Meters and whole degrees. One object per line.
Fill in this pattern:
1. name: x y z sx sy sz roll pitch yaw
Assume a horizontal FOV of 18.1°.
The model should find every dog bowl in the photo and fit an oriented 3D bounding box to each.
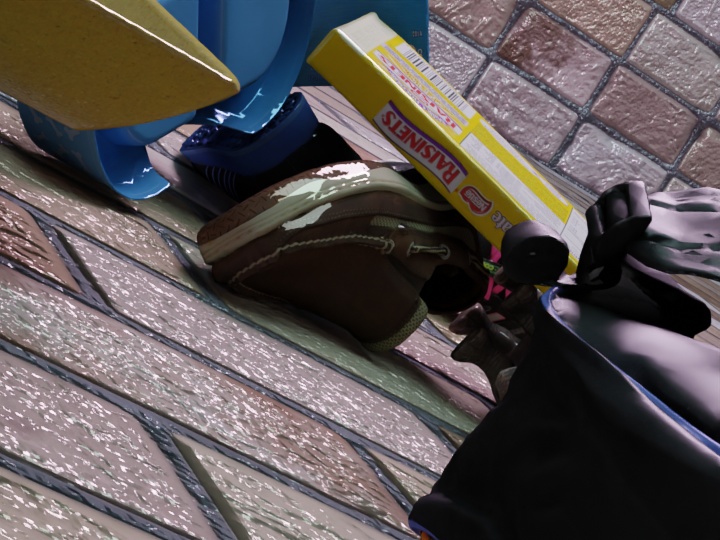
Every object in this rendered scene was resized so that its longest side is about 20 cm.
1. dog bowl: -0.086 -0.107 1.020 0.049 0.112 0.200 14 27 23

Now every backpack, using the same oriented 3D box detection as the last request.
1. backpack: 0.117 0.101 0.504 0.190 0.155 0.200 19 20 -32

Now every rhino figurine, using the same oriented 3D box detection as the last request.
1. rhino figurine: 0.089 0.052 1.046 0.087 0.060 0.200 46 9 -6

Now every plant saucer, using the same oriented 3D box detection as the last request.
1. plant saucer: -0.162 -0.122 0.785 0.199 0.049 0.200 29 10 -37

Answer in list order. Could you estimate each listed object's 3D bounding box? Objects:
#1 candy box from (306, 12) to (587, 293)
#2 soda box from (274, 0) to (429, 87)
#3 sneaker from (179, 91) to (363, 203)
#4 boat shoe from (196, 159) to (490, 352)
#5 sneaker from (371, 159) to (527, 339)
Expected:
1. candy box: 0.062 -0.041 1.058 0.200 0.026 0.102 45 17 0
2. soda box: -0.066 -0.125 1.142 0.199 0.065 0.068 -1 10 -2
3. sneaker: -0.042 -0.051 1.181 0.078 0.070 0.200 53 -3 -13
4. boat shoe: 0.005 -0.003 1.009 0.202 0.075 0.075 -9 71 -59
5. sneaker: 0.067 -0.005 1.291 0.199 0.074 0.087 30 6 14
